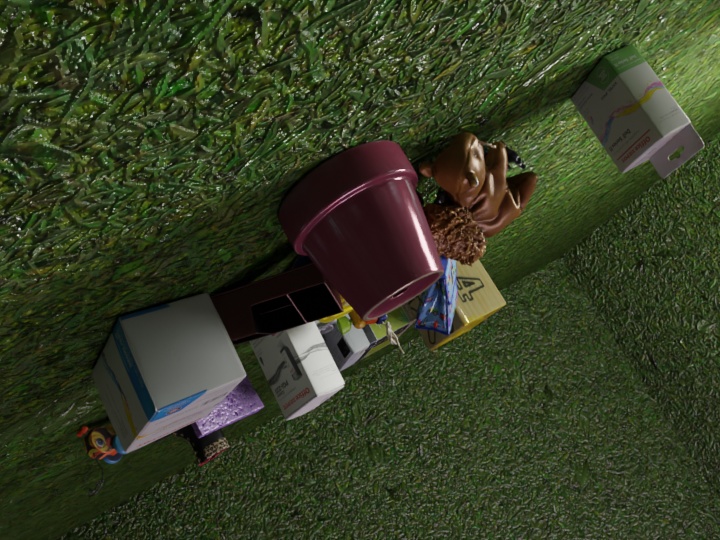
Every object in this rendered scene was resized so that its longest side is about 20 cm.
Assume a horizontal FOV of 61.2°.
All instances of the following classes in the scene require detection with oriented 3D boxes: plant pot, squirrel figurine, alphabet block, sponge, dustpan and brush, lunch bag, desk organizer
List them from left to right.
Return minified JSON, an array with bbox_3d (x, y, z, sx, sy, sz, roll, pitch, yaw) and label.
[{"bbox_3d":[-0.345,0.330,1.523,0.198,0.113,0.030,-15,159,-49],"label":"sponge"},{"bbox_3d":[-0.132,0.053,0.955,0.197,0.078,0.072,-18,170,12],"label":"desk organizer"},{"bbox_3d":[-0.105,0.135,1.442,0.138,0.058,0.200,-10,152,-39],"label":"dustpan and brush"},{"bbox_3d":[0.014,-0.042,0.820,0.198,0.181,0.200,-29,168,-7],"label":"plant pot"},{"bbox_3d":[0.198,0.030,1.510,0.152,0.092,0.202,-67,163,-47],"label":"lunch bag"},{"bbox_3d":[0.258,0.080,1.749,0.194,0.202,0.195,-21,164,-36],"label":"alphabet block"},{"bbox_3d":[0.154,-0.105,0.909,0.203,0.140,0.186,-65,155,2],"label":"squirrel figurine"}]

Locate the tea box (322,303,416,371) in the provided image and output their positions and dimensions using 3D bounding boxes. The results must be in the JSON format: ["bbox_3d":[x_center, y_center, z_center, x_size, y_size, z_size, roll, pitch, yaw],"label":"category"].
[{"bbox_3d":[0.011,0.141,1.573,0.194,0.135,0.200,-24,165,-23],"label":"tea box"}]

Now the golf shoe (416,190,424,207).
[{"bbox_3d":[0.012,-0.060,0.980,0.198,0.073,0.092,-26,166,-20],"label":"golf shoe"}]

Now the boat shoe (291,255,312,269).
[{"bbox_3d":[-0.100,0.032,1.068,0.072,0.073,0.200,-19,162,-46],"label":"boat shoe"}]

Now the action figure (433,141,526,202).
[{"bbox_3d":[0.194,-0.129,1.074,0.118,0.103,0.200,-17,158,-50],"label":"action figure"}]

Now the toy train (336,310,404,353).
[{"bbox_3d":[0.002,0.105,1.287,0.114,0.202,0.085,-22,165,-14],"label":"toy train"}]

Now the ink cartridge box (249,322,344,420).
[{"bbox_3d":[-0.137,0.187,1.267,0.084,0.202,0.146,-17,161,-43],"label":"ink cartridge box"}]

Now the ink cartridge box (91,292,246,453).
[{"bbox_3d":[-0.297,0.157,0.925,0.146,0.146,0.200,-17,161,-42],"label":"ink cartridge box"}]

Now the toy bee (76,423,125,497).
[{"bbox_3d":[-0.524,0.348,1.264,0.130,0.109,0.200,-40,-169,6],"label":"toy bee"}]

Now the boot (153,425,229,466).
[{"bbox_3d":[-0.452,0.446,1.615,0.198,0.152,0.073,-30,167,-1],"label":"boot"}]

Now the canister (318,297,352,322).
[{"bbox_3d":[0.000,0.000,1.135,0.200,0.087,0.148,-41,169,29],"label":"canister"}]

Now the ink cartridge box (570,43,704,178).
[{"bbox_3d":[0.444,-0.243,0.987,0.067,0.202,0.117,-25,166,-17],"label":"ink cartridge box"}]
